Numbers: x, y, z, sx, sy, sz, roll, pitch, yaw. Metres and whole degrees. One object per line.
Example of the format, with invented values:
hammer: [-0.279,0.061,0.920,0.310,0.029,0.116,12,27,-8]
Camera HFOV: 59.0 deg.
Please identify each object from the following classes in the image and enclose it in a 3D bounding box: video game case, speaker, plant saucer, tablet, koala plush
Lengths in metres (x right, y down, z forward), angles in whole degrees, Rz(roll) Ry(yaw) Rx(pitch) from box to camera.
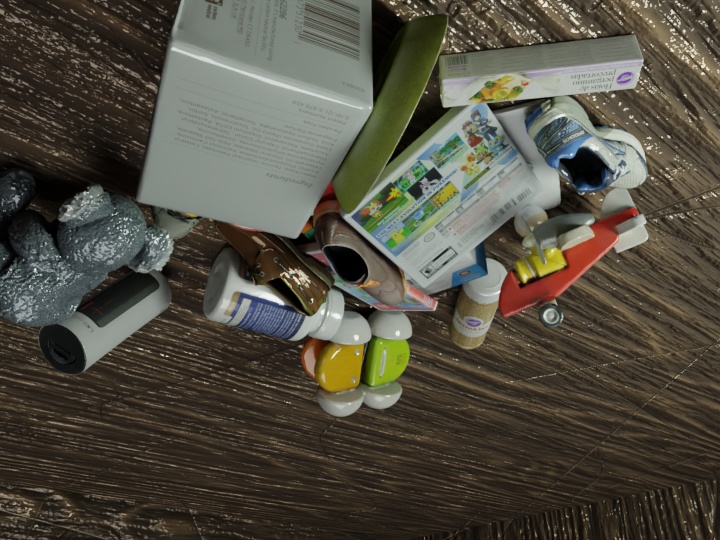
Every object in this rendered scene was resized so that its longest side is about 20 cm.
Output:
video game case: [-0.001,0.012,0.945,0.199,0.018,0.143,30,162,-29]
video game case: [0.102,-0.086,0.759,0.200,0.022,0.182,-40,134,13]
speaker: [-0.364,0.068,0.926,0.080,0.200,0.082,8,115,18]
plant saucer: [0.018,-0.150,0.596,0.031,0.201,0.200,25,143,-10]
tablet: [0.181,-0.128,0.799,0.129,0.014,0.200,-10,147,15]
koala plush: [-0.349,-0.034,0.794,0.198,0.185,0.178,-16,146,17]

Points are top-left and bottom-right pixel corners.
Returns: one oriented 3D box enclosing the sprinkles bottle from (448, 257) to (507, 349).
sprinkles bottle: [0.190,0.059,1.048,0.067,0.069,0.201,0,149,-1]

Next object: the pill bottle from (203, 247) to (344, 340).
pill bottle: [-0.130,0.044,0.979,0.199,0.112,0.111,18,144,-27]

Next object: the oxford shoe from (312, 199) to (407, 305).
oxford shoe: [0.000,0.000,0.810,0.071,0.073,0.200,-21,137,24]

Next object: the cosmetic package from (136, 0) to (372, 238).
cosmetic package: [-0.100,-0.164,0.590,0.165,0.169,0.200,12,145,-20]

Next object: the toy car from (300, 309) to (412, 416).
toy car: [-0.012,0.146,1.119,0.198,0.177,0.150,-3,-163,-35]

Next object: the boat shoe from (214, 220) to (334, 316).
boat shoe: [-0.125,-0.010,0.886,0.199,0.068,0.072,36,156,-18]

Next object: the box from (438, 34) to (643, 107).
box: [0.179,-0.203,0.651,0.198,0.042,0.039,-5,149,6]

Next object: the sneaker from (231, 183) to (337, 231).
sneaker: [-0.078,-0.117,0.775,0.198,0.079,0.116,-9,141,-10]

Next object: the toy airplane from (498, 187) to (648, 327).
toy airplane: [0.266,-0.039,0.827,0.199,0.141,0.200,-35,164,-31]

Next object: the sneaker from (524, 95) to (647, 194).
sneaker: [0.267,-0.120,0.733,0.199,0.086,0.077,14,143,-34]

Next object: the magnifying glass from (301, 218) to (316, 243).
magnifying glass: [-0.059,-0.053,0.910,0.199,0.023,0.079,28,138,-37]

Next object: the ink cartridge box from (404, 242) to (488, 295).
ink cartridge box: [0.078,-0.047,0.875,0.115,0.068,0.200,-20,143,29]

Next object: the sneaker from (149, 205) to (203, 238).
sneaker: [-0.221,-0.094,0.784,0.077,0.083,0.200,12,148,-21]
